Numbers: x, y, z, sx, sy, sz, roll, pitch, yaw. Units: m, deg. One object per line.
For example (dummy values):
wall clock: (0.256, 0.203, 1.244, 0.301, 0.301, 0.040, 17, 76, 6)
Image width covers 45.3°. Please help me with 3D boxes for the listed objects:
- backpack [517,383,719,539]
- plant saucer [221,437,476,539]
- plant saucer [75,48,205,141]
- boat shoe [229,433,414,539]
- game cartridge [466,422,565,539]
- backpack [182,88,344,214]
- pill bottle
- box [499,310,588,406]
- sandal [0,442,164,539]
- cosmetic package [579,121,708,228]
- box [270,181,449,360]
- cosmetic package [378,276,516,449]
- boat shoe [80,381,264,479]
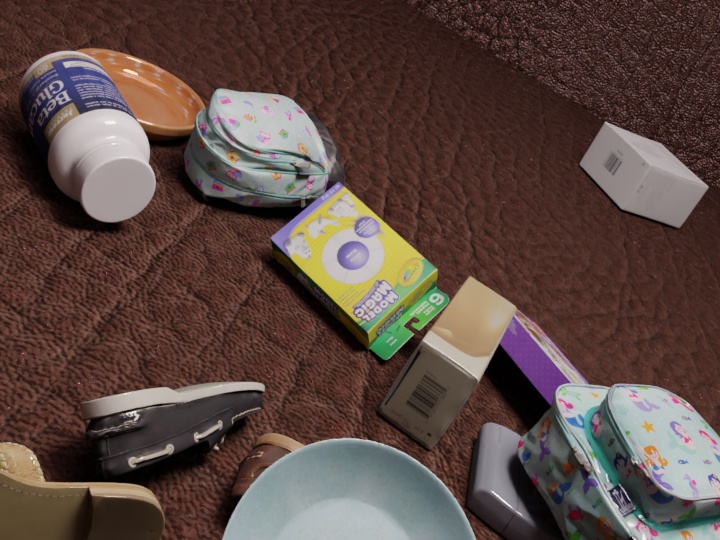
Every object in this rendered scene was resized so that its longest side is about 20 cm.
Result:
backpack: (0.252, 0.193, 0.814, 0.175, 0.153, 0.201, 8, 29, -33)
plant saucer: (-0.008, 0.226, 0.618, 0.197, 0.039, 0.205, 6, 65, -13)
plant saucer: (-0.307, -0.234, 1.174, 0.197, 0.038, 0.201, 24, 28, -13)
boat shoe: (-0.011, 0.205, 0.688, 0.197, 0.071, 0.071, 23, 31, 2)
game cartridge: (0.201, 0.243, 0.866, 0.197, 0.042, 0.133, 29, 23, -2)
backpack: (-0.130, -0.153, 1.113, 0.197, 0.128, 0.168, 1, 42, -38)
pill bottle: (-0.298, -0.145, 0.949, 0.110, 0.112, 0.201, 2, 37, -41)
box: (0.231, 0.124, 1.044, 0.136, 0.039, 0.201, 31, 17, -49)
sandal: (-0.237, 0.150, 0.575, 0.209, 0.079, 0.069, 18, 8, -34)
cosmetic package: (0.650, -0.219, 1.989, 0.197, 0.124, 0.201, 12, 32, -28)
box: (0.000, 0.000, 1.001, 0.117, 0.049, 0.200, -40, 67, -18)
cosmetic package: (0.100, 0.094, 0.943, 0.070, 0.106, 0.200, 34, 26, 7)
boat shoe: (-0.142, 0.125, 0.700, 0.199, 0.073, 0.062, 7, 72, -65)
